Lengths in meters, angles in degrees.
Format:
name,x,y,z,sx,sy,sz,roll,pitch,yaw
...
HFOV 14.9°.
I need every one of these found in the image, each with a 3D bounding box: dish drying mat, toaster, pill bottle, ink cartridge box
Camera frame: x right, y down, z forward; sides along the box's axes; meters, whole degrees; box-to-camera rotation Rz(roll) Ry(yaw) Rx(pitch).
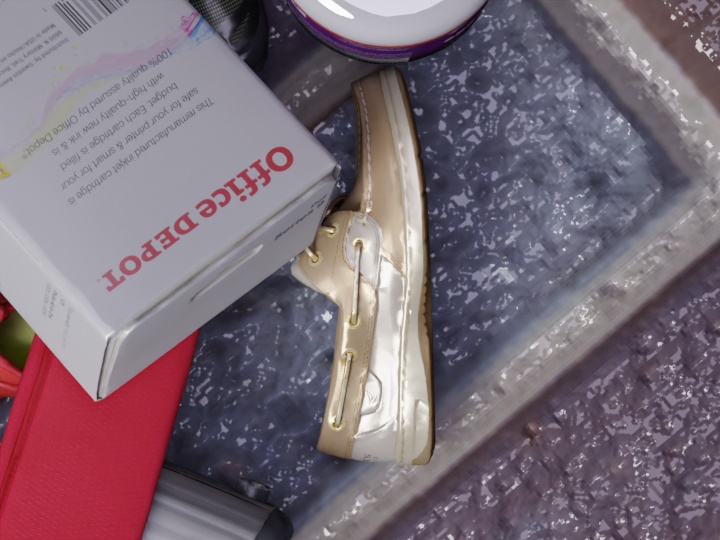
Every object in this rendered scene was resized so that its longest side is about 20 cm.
name,x,y,z,sx,sy,sz,roll,pitch,yaw
dish drying mat,-0.130,0.082,1.305,0.077,0.018,0.200,17,69,-6
toaster,-0.128,0.174,1.357,0.129,0.114,0.200,28,89,4
pill bottle,0.013,-0.156,1.308,0.112,0.200,0.113,0,91,0
ink cartridge box,-0.129,-0.062,1.304,0.145,0.088,0.200,-38,76,-23

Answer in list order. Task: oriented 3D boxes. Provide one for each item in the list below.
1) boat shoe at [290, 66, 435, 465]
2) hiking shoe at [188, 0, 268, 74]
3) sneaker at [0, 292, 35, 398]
name,x,y,z,sx,sy,sz,roll,pitch,yaw
boat shoe,0.000,0.000,1.370,0.069,0.074,0.200,-3,96,1
hiking shoe,-0.110,-0.178,1.357,0.076,0.101,0.200,-30,91,1
sneaker,-0.192,0.032,1.367,0.200,0.085,0.077,-8,89,-1
